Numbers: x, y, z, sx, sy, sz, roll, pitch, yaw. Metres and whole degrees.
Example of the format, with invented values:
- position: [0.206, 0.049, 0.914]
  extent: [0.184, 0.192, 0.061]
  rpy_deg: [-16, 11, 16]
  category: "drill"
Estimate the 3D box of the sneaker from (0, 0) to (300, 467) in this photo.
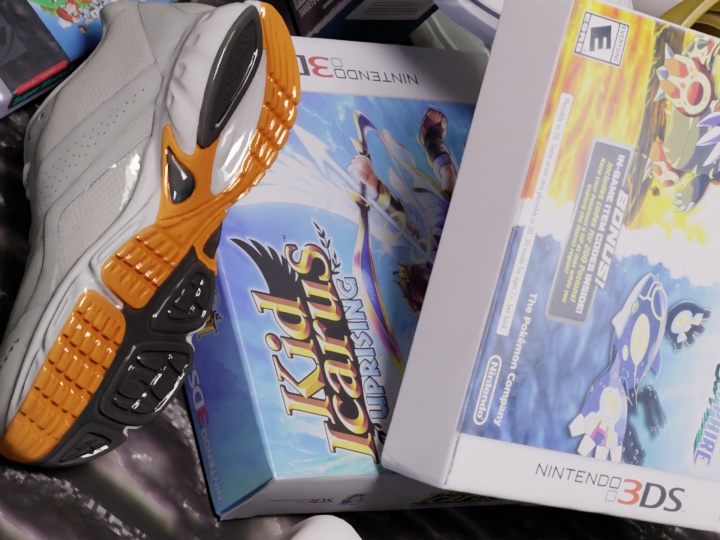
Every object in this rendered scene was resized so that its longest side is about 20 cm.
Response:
- position: [-0.101, -0.018, 1.155]
  extent: [0.201, 0.092, 0.076]
  rpy_deg: [-63, 143, -19]
  category: "sneaker"

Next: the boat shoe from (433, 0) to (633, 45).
- position: [0.044, -0.157, 1.218]
  extent: [0.200, 0.067, 0.074]
  rpy_deg: [37, 53, -18]
  category: "boat shoe"

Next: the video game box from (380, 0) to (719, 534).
- position: [0.110, 0.000, 1.210]
  extent: [0.182, 0.047, 0.201]
  rpy_deg: [11, 95, -43]
  category: "video game box"

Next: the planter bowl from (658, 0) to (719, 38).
- position: [0.132, -0.041, 1.324]
  extent: [0.200, 0.083, 0.202]
  rpy_deg: [-24, 123, -44]
  category: "planter bowl"

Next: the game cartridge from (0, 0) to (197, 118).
- position: [-0.145, -0.137, 1.214]
  extent: [0.130, 0.038, 0.200]
  rpy_deg: [51, 44, 2]
  category: "game cartridge"

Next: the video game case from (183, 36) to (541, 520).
- position: [0.000, 0.000, 1.244]
  extent: [0.180, 0.045, 0.201]
  rpy_deg: [1, 65, -39]
  category: "video game case"

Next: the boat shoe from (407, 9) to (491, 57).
- position: [0.051, -0.168, 1.370]
  extent: [0.072, 0.068, 0.201]
  rpy_deg: [6, 61, -38]
  category: "boat shoe"

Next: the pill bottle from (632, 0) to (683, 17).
- position: [0.185, -0.128, 1.412]
  extent: [0.200, 0.114, 0.115]
  rpy_deg: [35, 46, -38]
  category: "pill bottle"

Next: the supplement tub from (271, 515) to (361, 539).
- position: [-0.001, 0.200, 1.062]
  extent: [0.200, 0.132, 0.132]
  rpy_deg: [53, 44, -1]
  category: "supplement tub"

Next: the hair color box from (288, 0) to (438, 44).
- position: [-0.007, -0.211, 1.324]
  extent: [0.060, 0.100, 0.201]
  rpy_deg: [-3, 67, -37]
  category: "hair color box"
